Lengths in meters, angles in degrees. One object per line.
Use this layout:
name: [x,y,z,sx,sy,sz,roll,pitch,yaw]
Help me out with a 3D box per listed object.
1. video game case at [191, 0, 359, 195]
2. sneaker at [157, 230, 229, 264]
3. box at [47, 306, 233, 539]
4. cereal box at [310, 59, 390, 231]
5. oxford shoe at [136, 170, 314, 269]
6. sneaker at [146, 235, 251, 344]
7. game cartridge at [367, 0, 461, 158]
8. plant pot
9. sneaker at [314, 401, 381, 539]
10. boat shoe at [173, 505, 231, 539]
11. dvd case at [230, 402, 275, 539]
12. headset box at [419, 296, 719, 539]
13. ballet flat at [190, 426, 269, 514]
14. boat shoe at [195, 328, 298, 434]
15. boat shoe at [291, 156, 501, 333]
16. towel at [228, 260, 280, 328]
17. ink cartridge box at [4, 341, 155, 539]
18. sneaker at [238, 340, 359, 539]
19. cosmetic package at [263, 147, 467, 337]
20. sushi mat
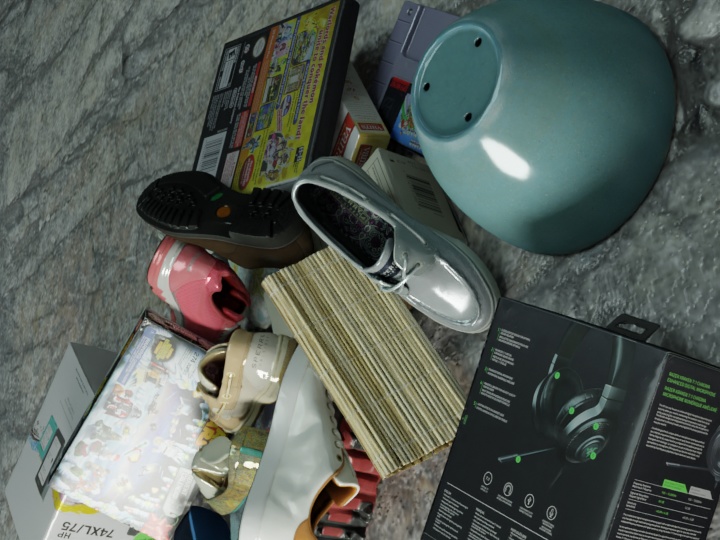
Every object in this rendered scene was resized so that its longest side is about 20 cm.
video game case: [-0.088,-0.156,1.243,0.180,0.025,0.202,-12,58,42]
sneaker: [-0.187,-0.026,1.430,0.074,0.088,0.201,-53,40,25]
box: [-0.202,0.156,1.268,0.201,0.136,0.040,-59,15,10]
cereal box: [-0.035,-0.133,1.269,0.201,0.039,0.145,-114,35,-46]
oxford shoe: [-0.128,-0.037,1.186,0.199,0.085,0.073,18,62,34]
sneaker: [-0.146,0.042,1.275,0.086,0.201,0.074,21,68,21]
game cartridge: [0.073,-0.168,1.165,0.200,0.038,0.131,34,100,55]
plant pot: [0.116,-0.124,0.967,0.199,0.134,0.202,-17,66,44]
sneaker: [-0.024,0.176,1.118,0.098,0.070,0.202,38,106,54]
boat shoe: [-0.149,0.319,1.241,0.069,0.084,0.201,-53,22,20]
dvd case: [-0.084,0.163,1.255,0.146,0.022,0.202,-36,49,43]
headset box: [0.150,0.125,0.866,0.174,0.092,0.202,17,90,57]
ballet flat: [-0.122,0.181,1.182,0.200,0.070,0.071,142,135,-63]
boat shoe: [-0.113,0.094,1.155,0.200,0.069,0.074,132,155,-61]
boat shoe: [0.024,-0.013,1.034,0.070,0.200,0.071,-54,-6,29]
towel: [-0.104,-0.069,1.326,0.201,0.048,0.172,-113,29,-45]
ink cartridge box: [-0.274,0.212,1.396,0.201,0.146,0.146,-64,35,15]
sneaker: [-0.033,0.144,1.048,0.073,0.084,0.202,80,-158,-61]
cosmetic package: [0.000,0.000,1.159,0.200,0.071,0.106,-49,42,31]
sushi mat: [0.008,0.066,1.047,0.201,0.095,0.012,56,163,20]
